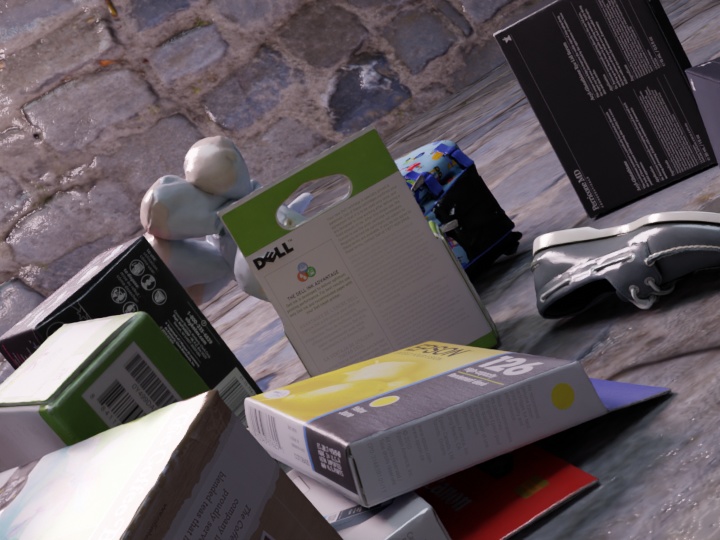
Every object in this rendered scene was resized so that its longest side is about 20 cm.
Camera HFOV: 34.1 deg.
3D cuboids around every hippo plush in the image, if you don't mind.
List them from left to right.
[{"bbox_3d":[-0.093,-0.005,1.052,0.160,0.161,0.200,-54,-35,3],"label":"hippo plush"}]

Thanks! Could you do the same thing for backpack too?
[{"bbox_3d":[0.028,-0.014,1.142,0.182,0.135,0.200,-20,17,49],"label":"backpack"}]

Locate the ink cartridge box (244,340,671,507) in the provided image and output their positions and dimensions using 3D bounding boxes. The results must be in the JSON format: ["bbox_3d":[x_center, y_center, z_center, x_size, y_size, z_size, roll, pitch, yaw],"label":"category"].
[{"bbox_3d":[0.050,0.078,0.723,0.199,0.047,0.197,-19,6,-21],"label":"ink cartridge box"}]

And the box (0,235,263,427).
[{"bbox_3d":[-0.191,0.093,1.011,0.132,0.200,0.115,-45,17,-32],"label":"box"}]

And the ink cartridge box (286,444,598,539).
[{"bbox_3d":[0.019,0.134,0.690,0.176,0.045,0.200,-34,11,-11],"label":"ink cartridge box"}]

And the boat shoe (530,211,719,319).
[{"bbox_3d":[0.201,0.001,0.828,0.199,0.073,0.062,-7,67,50],"label":"boat shoe"}]

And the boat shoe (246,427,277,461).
[{"bbox_3d":[-0.136,0.185,0.813,0.200,0.071,0.063,-35,17,-16],"label":"boat shoe"}]

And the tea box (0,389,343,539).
[{"bbox_3d":[-0.127,0.185,0.507,0.196,0.134,0.200,-23,25,34],"label":"tea box"}]

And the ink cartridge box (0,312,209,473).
[{"bbox_3d":[-0.155,0.109,0.691,0.200,0.148,0.076,-9,33,51],"label":"ink cartridge box"}]

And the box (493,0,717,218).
[{"bbox_3d":[0.237,-0.172,1.104,0.141,0.201,0.079,-25,12,25],"label":"box"}]

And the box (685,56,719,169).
[{"bbox_3d":[0.330,-0.110,0.757,0.181,0.105,0.200,-21,11,9],"label":"box"}]

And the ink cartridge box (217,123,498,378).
[{"bbox_3d":[0.000,0.000,0.947,0.147,0.201,0.076,-29,10,7],"label":"ink cartridge box"}]
